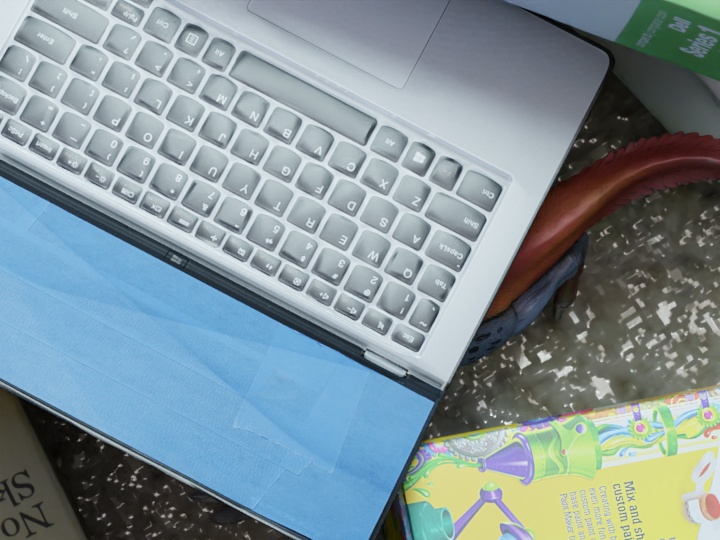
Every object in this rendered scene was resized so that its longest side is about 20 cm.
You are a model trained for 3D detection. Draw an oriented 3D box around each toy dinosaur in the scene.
[{"bbox_3d":[0.000,0.000,0.846,0.105,0.200,0.181,58,37,1],"label":"toy dinosaur"}]

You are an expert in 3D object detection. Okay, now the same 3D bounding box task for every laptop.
[{"bbox_3d":[-0.041,-0.037,0.762,0.187,0.116,0.200,28,78,2],"label":"laptop"}]

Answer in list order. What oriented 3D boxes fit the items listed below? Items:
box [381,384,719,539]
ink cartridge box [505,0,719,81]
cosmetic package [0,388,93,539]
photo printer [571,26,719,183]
[{"bbox_3d":[0.119,0.146,0.830,0.192,0.122,0.200,-10,76,-4],"label":"box"},{"bbox_3d":[0.054,-0.160,0.783,0.200,0.084,0.146,20,86,0],"label":"ink cartridge box"},{"bbox_3d":[-0.146,0.077,0.825,0.105,0.071,0.200,-27,105,-7],"label":"cosmetic package"},{"bbox_3d":[0.117,-0.154,0.890,0.200,0.069,0.166,44,77,-21],"label":"photo printer"}]
